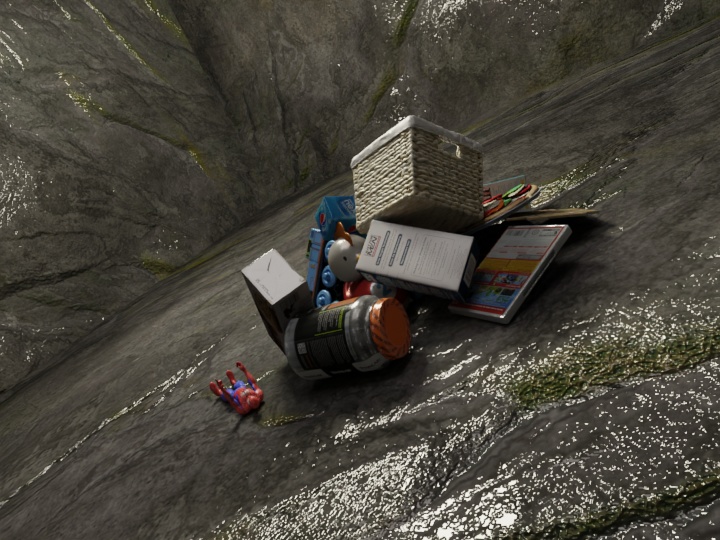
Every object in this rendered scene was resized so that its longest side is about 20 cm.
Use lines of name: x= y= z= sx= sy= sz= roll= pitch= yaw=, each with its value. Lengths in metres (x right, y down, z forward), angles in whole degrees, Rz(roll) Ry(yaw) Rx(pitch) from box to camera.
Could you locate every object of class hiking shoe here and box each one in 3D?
hiking shoe: x=0.249 y=-0.059 z=1.082 sx=0.197 sy=0.077 sz=0.101 roll=-22 pitch=21 yaw=22

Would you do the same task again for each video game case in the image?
video game case: x=0.249 y=0.000 z=0.921 sx=0.201 sy=0.017 sz=0.142 roll=-50 pitch=23 yaw=-16

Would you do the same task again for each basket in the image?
basket: x=0.112 y=-0.160 z=1.050 sx=0.195 sy=0.164 sz=0.199 roll=11 pitch=-23 yaw=-34

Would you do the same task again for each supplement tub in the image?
supplement tub: x=-0.022 y=0.113 z=0.917 sx=0.197 sy=0.124 sz=0.123 roll=-16 pitch=20 yaw=35

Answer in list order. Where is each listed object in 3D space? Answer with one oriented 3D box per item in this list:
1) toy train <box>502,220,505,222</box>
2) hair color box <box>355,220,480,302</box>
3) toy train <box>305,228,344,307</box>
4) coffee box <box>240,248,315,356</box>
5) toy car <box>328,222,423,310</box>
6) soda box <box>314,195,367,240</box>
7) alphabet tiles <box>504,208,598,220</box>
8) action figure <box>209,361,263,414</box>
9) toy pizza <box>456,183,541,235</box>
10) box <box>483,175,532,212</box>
toy train: x=0.265 y=-0.077 z=1.190 sx=0.198 sy=0.034 sz=0.046 roll=-8 pitch=36 yaw=50
hair color box: x=0.100 y=-0.018 z=0.958 sx=0.197 sy=0.061 sz=0.102 roll=13 pitch=74 yaw=29
toy train: x=-0.070 y=0.006 z=1.198 sx=0.086 sy=0.204 sz=0.113 roll=3 pitch=10 yaw=-43
coffee box: x=-0.141 y=0.075 z=1.034 sx=0.079 sy=0.202 sz=0.113 roll=-34 pitch=52 yaw=-20
toy car: x=0.000 y=0.000 z=1.078 sx=0.183 sy=0.202 sz=0.176 roll=-33 pitch=18 yaw=-18
soda box: x=0.009 y=-0.114 z=1.155 sx=0.197 sy=0.065 sz=0.068 roll=-6 pitch=-32 yaw=-30
alphabet tiles: x=0.351 y=-0.108 z=1.049 sx=0.163 sy=0.006 sz=0.200 roll=-4 pitch=8 yaw=4
action figure: x=-0.244 y=0.210 z=1.029 sx=0.065 sy=0.100 sz=0.199 roll=-36 pitch=21 yaw=-26
toy pizza: x=0.266 y=-0.124 z=1.094 sx=0.198 sy=0.032 sz=0.200 roll=-29 pitch=5 yaw=3
box: x=0.273 y=-0.148 z=1.218 sx=0.196 sy=0.084 sz=0.049 roll=-13 pitch=4 yaw=5
